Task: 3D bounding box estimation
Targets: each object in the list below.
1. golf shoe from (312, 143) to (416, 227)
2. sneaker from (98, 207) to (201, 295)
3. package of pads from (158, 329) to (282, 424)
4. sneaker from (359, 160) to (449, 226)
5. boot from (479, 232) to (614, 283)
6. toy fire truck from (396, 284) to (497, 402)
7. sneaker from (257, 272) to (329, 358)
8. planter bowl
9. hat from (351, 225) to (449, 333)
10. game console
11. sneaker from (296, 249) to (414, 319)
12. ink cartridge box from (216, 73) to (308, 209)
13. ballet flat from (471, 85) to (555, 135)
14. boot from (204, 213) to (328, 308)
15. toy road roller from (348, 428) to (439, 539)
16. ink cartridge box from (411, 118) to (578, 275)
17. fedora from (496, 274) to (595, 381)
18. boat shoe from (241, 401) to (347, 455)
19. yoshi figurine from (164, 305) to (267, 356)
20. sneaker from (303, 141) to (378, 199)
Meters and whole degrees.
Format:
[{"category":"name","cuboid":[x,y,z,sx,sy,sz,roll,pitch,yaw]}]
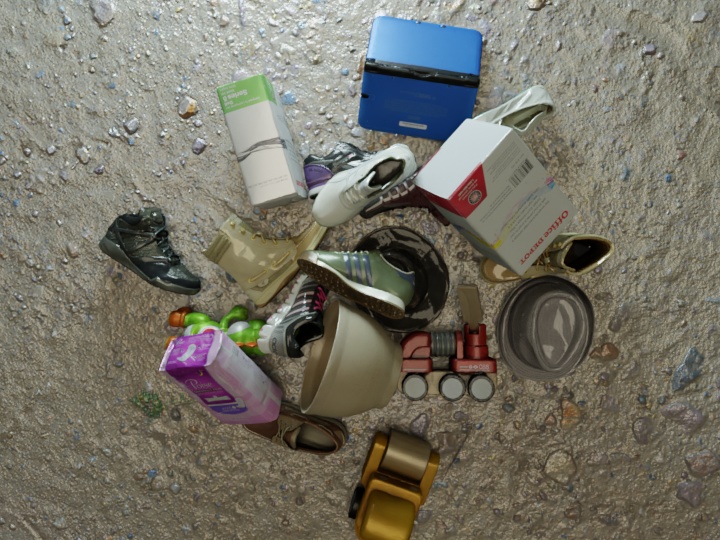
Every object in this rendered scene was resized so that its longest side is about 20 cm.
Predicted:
[{"category":"golf shoe","cuboid":[-0.002,-0.137,0.965,0.200,0.097,0.078,-35,97,13]},{"category":"sneaker","cuboid":[-0.362,-0.040,1.066,0.199,0.076,0.114,34,101,5]},{"category":"package of pads","cuboid":[-0.233,0.191,1.019,0.120,0.076,0.200,-12,133,24]},{"category":"sneaker","cuboid":[0.104,-0.114,1.049,0.200,0.076,0.116,-29,105,11]},{"category":"boot","cuboid":[0.310,-0.019,1.005,0.199,0.155,0.073,-12,94,3]},{"category":"toy fire truck","cuboid":[0.152,0.125,1.044,0.175,0.129,0.201,1,87,2]},{"category":"sneaker","cuboid":[-0.086,0.073,1.019,0.087,0.074,0.200,22,59,27]},{"category":"planter bowl","cuboid":[-0.009,0.163,1.019,0.134,0.200,0.201,18,95,-11]},{"category":"hat","cuboid":[0.068,0.019,1.054,0.200,0.081,0.201,0,94,1]},{"category":"game console","cuboid":[0.106,-0.340,1.057,0.199,0.118,0.171,9,126,2]},{"category":"sneaker","cuboid":[0.000,0.000,0.996,0.200,0.067,0.090,26,62,9]},{"category":"ink cartridge box","cuboid":[-0.162,-0.211,1.011,0.084,0.146,0.201,-16,93,3]},{"category":"ballet flat","cuboid":[0.249,-0.251,1.025,0.200,0.069,0.070,-31,93,-2]},{"category":"boot","cuboid":[-0.165,-0.054,1.054,0.155,0.073,0.200,42,99,-2]},{"category":"toy road roller","cuboid":[0.058,0.400,1.050,0.123,0.146,0.200,19,95,0]},{"category":"ink cartridge box","cuboid":[0.217,-0.120,0.965,0.145,0.145,0.200,-48,117,1]},{"category":"fedora","cuboid":[0.337,0.109,1.046,0.176,0.090,0.201,11,95,1]},{"category":"boat shoe","cuboid":[-0.123,0.290,1.084,0.199,0.072,0.076,9,95,4]},{"category":"yoshi figurine","cuboid":[-0.243,0.120,1.078,0.199,0.112,0.113,5,133,14]},{"category":"sneaker","cuboid":[-0.005,-0.194,1.046,0.199,0.076,0.088,-15,88,3]}]
